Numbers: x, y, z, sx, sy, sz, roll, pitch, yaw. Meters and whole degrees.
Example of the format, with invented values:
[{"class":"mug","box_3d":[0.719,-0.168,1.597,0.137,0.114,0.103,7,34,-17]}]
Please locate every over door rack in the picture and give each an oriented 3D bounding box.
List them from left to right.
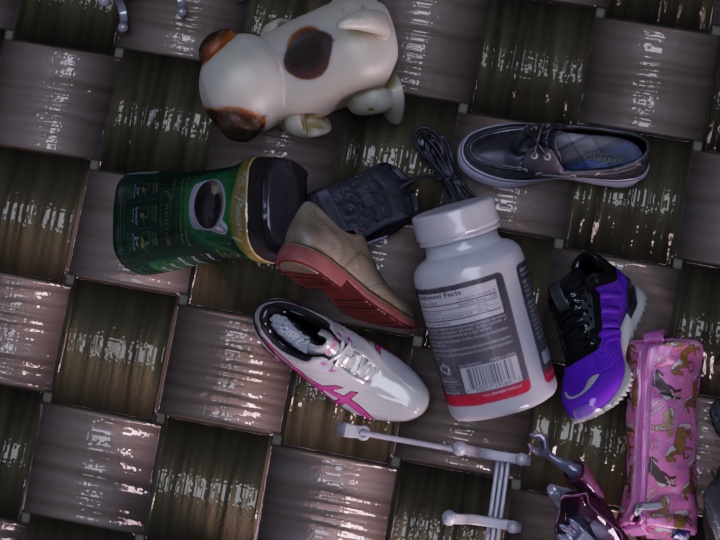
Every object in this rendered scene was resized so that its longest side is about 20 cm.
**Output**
[{"class":"over door rack","box_3d":[-0.207,-0.328,1.365,0.146,0.201,0.067,-14,56,1]},{"class":"over door rack","box_3d":[0.061,0.239,1.330,0.198,0.067,0.149,9,83,5]}]

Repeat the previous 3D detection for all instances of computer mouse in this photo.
[{"class":"computer mouse","box_3d":[0.030,-0.045,1.390,0.199,0.046,0.141,-31,77,-12]}]

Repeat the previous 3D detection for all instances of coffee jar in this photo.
[{"class":"coffee jar","box_3d":[-0.147,-0.055,1.351,0.198,0.085,0.105,-4,77,25]}]

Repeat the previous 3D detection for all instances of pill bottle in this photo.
[{"class":"pill bottle","box_3d":[0.115,0.035,1.310,0.110,0.111,0.202,-15,96,2]}]

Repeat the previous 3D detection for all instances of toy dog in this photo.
[{"class":"toy dog","box_3d":[-0.063,-0.194,1.346,0.198,0.194,0.141,-16,94,-5]}]

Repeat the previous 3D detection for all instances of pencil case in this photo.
[{"class":"pencil case","box_3d":[0.294,0.162,1.320,0.082,0.087,0.202,6,81,-5]}]

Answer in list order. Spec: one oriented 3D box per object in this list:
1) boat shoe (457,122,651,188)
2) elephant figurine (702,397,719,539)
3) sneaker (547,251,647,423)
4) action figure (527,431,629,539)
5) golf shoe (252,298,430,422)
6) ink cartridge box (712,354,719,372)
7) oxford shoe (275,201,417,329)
[{"class":"boat shoe","box_3d":[0.199,-0.121,1.369,0.198,0.066,0.071,7,72,2]},{"class":"elephant figurine","box_3d":[0.373,0.234,1.271,0.141,0.155,0.202,-16,95,-33]},{"class":"sneaker","box_3d":[0.213,0.056,1.293,0.069,0.201,0.100,-29,113,35]},{"class":"action figure","box_3d":[0.218,0.237,1.262,0.148,0.200,0.135,10,97,4]},{"class":"golf shoe","box_3d":[-0.022,0.094,1.350,0.199,0.092,0.073,27,84,5]},{"class":"ink cartridge box","box_3d":[0.441,0.131,1.276,0.200,0.165,0.075,44,90,9]},{"class":"oxford shoe","box_3d":[0.000,0.000,1.323,0.070,0.200,0.075,2,67,38]}]
